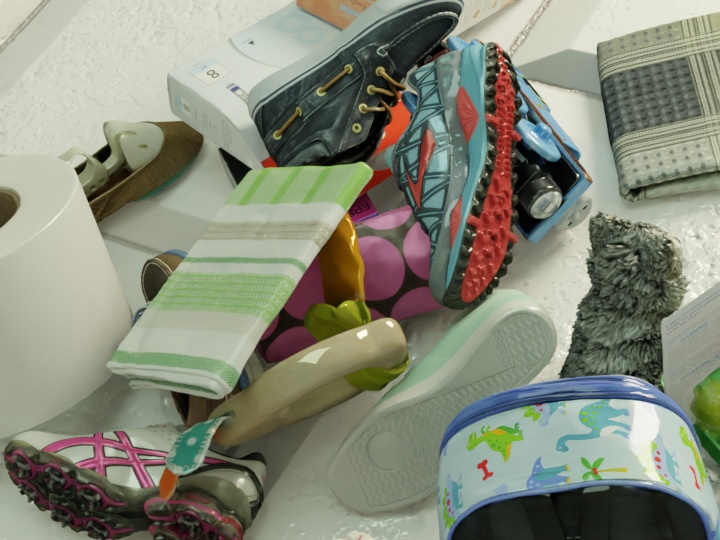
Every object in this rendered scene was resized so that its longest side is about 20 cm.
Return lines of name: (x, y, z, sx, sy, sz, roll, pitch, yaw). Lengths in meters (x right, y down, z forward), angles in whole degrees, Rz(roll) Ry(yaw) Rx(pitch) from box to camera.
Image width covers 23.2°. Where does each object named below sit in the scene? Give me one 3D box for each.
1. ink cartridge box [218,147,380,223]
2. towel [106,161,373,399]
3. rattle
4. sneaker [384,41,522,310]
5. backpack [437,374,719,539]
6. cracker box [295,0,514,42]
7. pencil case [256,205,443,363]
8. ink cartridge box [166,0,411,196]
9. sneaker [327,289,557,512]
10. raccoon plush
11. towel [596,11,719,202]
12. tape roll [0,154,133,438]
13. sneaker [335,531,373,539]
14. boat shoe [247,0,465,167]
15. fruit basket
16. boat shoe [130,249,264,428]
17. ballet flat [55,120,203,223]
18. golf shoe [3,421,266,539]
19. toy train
ink cartridge box: (-0.043, -0.051, 1.449, 0.094, 0.037, 0.201, -24, 49, -6)
towel: (-0.083, 0.006, 1.257, 0.148, 0.031, 0.201, 3, 52, 51)
rattle: (-0.075, 0.053, 1.232, 0.198, 0.144, 0.130, -23, 4, -3)
sneaker: (0.064, -0.066, 1.293, 0.095, 0.079, 0.202, -4, 68, 30)
backpack: (0.135, 0.151, 1.095, 0.181, 0.201, 0.148, -8, 47, 11)
cracker box: (0.056, -0.266, 1.547, 0.133, 0.058, 0.199, 30, 45, 28)
pencil case: (0.000, 0.000, 1.343, 0.198, 0.095, 0.091, -18, 3, -3)
ink cartridge box: (-0.040, -0.141, 1.472, 0.159, 0.048, 0.199, -33, 51, -31)
sneaker: (0.061, 0.093, 1.278, 0.200, 0.074, 0.118, -42, 6, 7)
raccoon plush: (0.174, 0.059, 1.210, 0.096, 0.135, 0.201, 9, 52, 23)
towel: (0.298, -0.140, 1.430, 0.198, 0.035, 0.194, -12, 44, 10)
tape roll: (-0.288, 0.020, 1.354, 0.200, 0.140, 0.203, -14, 28, 8)
sneaker: (-0.045, 0.217, 1.180, 0.198, 0.076, 0.105, 20, 59, 24)
boat shoe: (0.009, -0.142, 1.382, 0.199, 0.071, 0.092, -32, 65, 17)
fruit basket: (0.268, 0.040, 1.154, 0.184, 0.201, 0.094, -32, 48, -11)
boat shoe: (-0.136, 0.049, 1.339, 0.072, 0.073, 0.200, -3, 33, -29)
ballet flat: (-0.223, -0.085, 1.508, 0.199, 0.073, 0.068, -34, 48, -14)
golf shoe: (-0.164, 0.150, 1.284, 0.198, 0.073, 0.092, 14, 46, 16)
toy train: (0.114, -0.106, 1.392, 0.087, 0.114, 0.201, -49, 51, 18)
